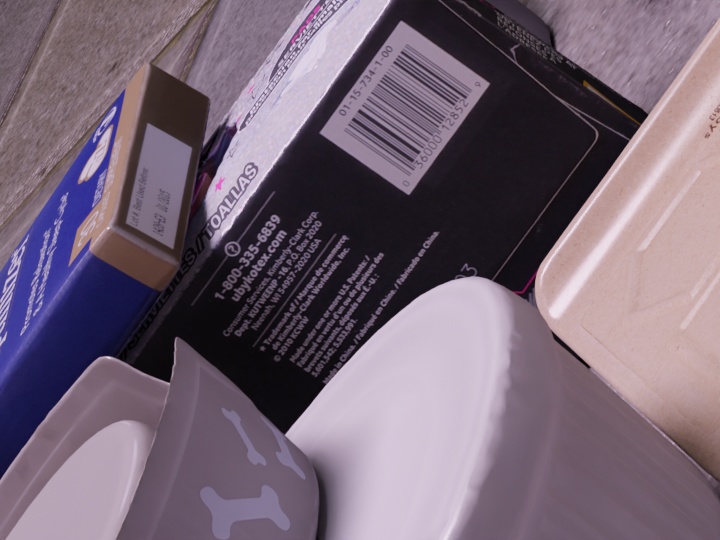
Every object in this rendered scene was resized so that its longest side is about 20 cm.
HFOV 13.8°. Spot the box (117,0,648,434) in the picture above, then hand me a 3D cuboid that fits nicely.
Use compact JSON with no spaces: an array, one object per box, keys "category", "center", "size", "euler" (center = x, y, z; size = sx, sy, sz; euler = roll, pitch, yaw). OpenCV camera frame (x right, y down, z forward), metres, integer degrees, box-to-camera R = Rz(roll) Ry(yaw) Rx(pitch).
[{"category":"box","center":[0.000,0.000,1.025],"size":[0.200,0.132,0.115],"euler":[-54,15,8]}]

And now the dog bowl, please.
[{"category":"dog bowl","center":[-0.082,0.113,0.820],"size":[0.200,0.059,0.200],"euler":[-52,15,20]}]

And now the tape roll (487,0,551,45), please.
[{"category":"tape roll","center":[-0.006,-0.045,1.267],"size":[0.200,0.066,0.200],"euler":[-50,17,21]}]

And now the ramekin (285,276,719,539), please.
[{"category":"ramekin","center":[0.018,0.110,0.798],"size":[0.202,0.094,0.202],"euler":[-53,15,20]}]

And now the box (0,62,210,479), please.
[{"category":"box","center":[-0.119,0.035,1.024],"size":[0.200,0.032,0.121],"euler":[-55,15,26]}]

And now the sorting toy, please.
[{"category":"sorting toy","center":[0.140,-0.031,0.870],"size":[0.185,0.036,0.200],"euler":[-54,20,3]}]
